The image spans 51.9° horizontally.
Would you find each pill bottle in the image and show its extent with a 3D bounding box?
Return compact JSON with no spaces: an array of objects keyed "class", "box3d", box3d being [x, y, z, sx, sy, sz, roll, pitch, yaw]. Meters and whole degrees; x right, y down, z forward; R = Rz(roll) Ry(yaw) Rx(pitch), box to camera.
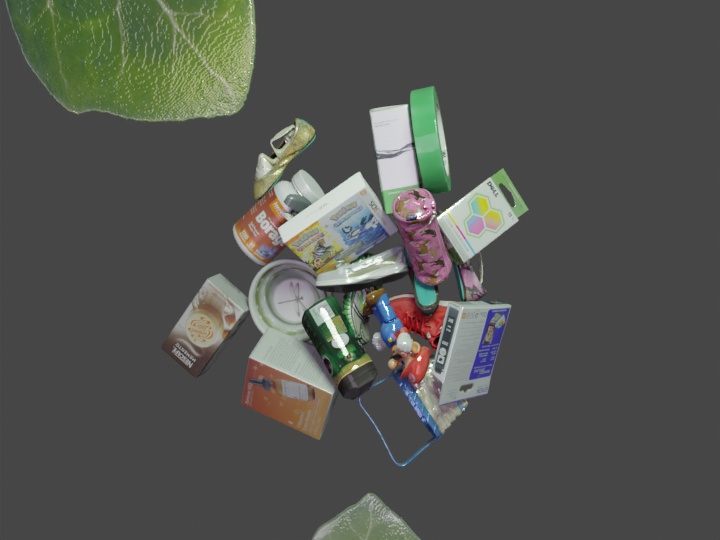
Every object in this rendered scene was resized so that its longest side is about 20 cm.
[{"class":"pill bottle","box3d":[-0.171,-0.116,1.580,0.199,0.112,0.113,-41,90,15]}]

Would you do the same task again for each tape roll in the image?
[{"class":"tape roll","box3d":[0.139,-0.253,1.448,0.047,0.200,0.207,-8,98,12]}]

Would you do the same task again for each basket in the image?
[{"class":"basket","box3d":[0.115,0.289,1.565,0.197,0.139,0.179,-31,92,-11]}]

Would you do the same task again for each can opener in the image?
[{"class":"can opener","box3d":[-0.085,-0.094,1.531,0.067,0.198,0.053,-55,48,9]}]

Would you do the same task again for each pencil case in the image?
[{"class":"pencil case","box3d":[0.122,-0.062,1.433,0.081,0.087,0.202,-26,135,-3]}]

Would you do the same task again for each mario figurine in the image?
[{"class":"mario figurine","box3d":[0.061,0.143,1.496,0.106,0.123,0.202,-40,67,15]}]

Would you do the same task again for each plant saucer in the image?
[{"class":"plant saucer","box3d":[-0.148,0.068,1.632,0.194,0.050,0.206,3,106,9]}]

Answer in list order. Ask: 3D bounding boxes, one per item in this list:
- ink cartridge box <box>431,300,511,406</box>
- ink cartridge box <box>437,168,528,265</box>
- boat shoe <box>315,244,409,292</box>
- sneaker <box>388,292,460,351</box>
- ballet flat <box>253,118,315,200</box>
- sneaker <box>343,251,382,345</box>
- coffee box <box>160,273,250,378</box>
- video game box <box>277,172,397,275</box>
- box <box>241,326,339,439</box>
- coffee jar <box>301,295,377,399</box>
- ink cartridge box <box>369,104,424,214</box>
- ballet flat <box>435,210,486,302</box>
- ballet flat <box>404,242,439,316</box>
[{"class":"ink cartridge box","box3d":[0.221,0.163,1.508,0.043,0.195,0.206,20,102,38]},{"class":"ink cartridge box","box3d":[0.247,-0.112,1.484,0.198,0.059,0.105,-36,91,-10]},{"class":"boat shoe","box3d":[0.001,-0.001,1.528,0.196,0.075,0.067,-13,74,6]},{"class":"sneaker","box3d":[0.125,0.109,1.548,0.194,0.116,0.080,-2,116,12]},{"class":"ballet flat","box3d":[-0.180,-0.243,1.581,0.071,0.071,0.200,44,101,1]},{"class":"sneaker","box3d":[0.006,0.060,1.591,0.083,0.078,0.207,0,99,11]},{"class":"coffee box","box3d":[-0.344,0.125,1.672,0.114,0.080,0.202,38,104,4]},{"class":"video game box","box3d":[-0.040,-0.083,1.487,0.197,0.182,0.047,-34,53,9]},{"class":"box","box3d":[-0.145,0.246,1.611,0.195,0.107,0.155,22,128,7]},{"class":"coffee jar","box3d":[-0.042,0.162,1.523,0.084,0.105,0.203,-25,73,-19]},{"class":"ink cartridge box","box3d":[0.079,-0.226,1.494,0.081,0.147,0.206,-8,99,11]},{"class":"ballet flat","box3d":[0.214,-0.035,1.542,0.069,0.069,0.205,-19,93,-4]},{"class":"ballet flat","box3d":[0.128,0.004,1.548,0.066,0.069,0.205,-7,61,7]}]
